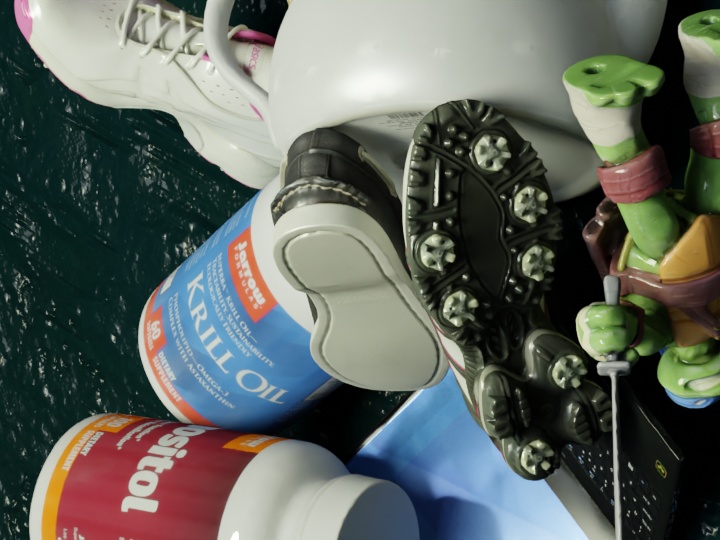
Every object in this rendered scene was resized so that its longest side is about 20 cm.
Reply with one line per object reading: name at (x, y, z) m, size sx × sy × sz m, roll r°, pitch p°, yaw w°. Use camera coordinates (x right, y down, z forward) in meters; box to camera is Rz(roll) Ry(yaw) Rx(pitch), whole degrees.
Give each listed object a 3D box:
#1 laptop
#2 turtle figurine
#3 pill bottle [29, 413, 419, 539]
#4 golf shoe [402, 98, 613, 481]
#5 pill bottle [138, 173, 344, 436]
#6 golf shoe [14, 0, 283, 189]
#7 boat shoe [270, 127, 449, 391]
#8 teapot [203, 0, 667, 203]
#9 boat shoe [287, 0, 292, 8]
laptop at (0.069, 0.101, 1.357) m, size 0.177 × 0.103 × 0.200 m, roll 53°, pitch 160°, yaw 27°
turtle figurine at (0.167, -0.005, 1.192) m, size 0.143 × 0.200 × 0.195 m, roll -9°, pitch 116°, yaw 10°
pill bottle at (-0.072, 0.143, 1.428) m, size 0.199 × 0.113 × 0.114 m, roll 6°, pitch 102°, yaw 34°
golf shoe at (0.054, 0.005, 1.249) m, size 0.088 × 0.077 × 0.201 m, roll 42°, pitch 153°, yaw 57°
pill bottle at (-0.029, 0.007, 1.448) m, size 0.200 × 0.112 × 0.113 m, roll -42°, pitch 67°, yaw 44°
golf shoe at (-0.093, -0.119, 1.449) m, size 0.091 × 0.199 × 0.076 m, roll -25°, pitch 46°, yaw 49°
boat shoe at (0.000, 0.000, 1.304) m, size 0.074 × 0.200 × 0.061 m, roll -7°, pitch 61°, yaw 15°
teapot at (0.044, -0.121, 1.304) m, size 0.197 × 0.199 × 0.147 m, roll 147°, pitch 128°, yaw -63°
boat shoe at (-0.013, -0.172, 1.441) m, size 0.076 × 0.071 × 0.201 m, roll -8°, pitch 81°, yaw 60°
